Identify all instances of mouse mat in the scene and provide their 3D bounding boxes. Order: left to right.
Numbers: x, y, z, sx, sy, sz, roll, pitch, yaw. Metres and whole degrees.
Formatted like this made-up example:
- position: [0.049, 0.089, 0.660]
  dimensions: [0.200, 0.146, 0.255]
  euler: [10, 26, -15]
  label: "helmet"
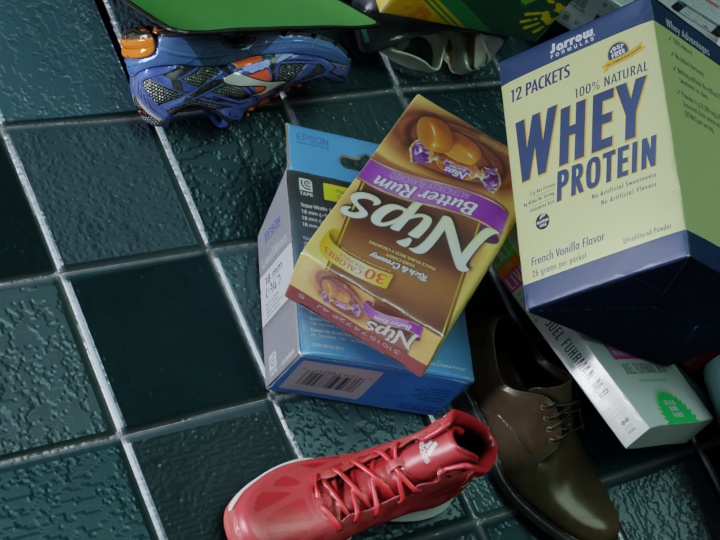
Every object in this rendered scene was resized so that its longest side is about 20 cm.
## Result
- position: [-0.102, -0.216, 1.243]
  dimensions: [0.199, 0.008, 0.161]
  euler: [-7, 29, -36]
  label: "mouse mat"

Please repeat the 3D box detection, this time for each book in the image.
- position: [0.181, 0.050, 1.222]
  dimensions: [0.200, 0.048, 0.133]
  euler: [55, 24, 22]
  label: "book"

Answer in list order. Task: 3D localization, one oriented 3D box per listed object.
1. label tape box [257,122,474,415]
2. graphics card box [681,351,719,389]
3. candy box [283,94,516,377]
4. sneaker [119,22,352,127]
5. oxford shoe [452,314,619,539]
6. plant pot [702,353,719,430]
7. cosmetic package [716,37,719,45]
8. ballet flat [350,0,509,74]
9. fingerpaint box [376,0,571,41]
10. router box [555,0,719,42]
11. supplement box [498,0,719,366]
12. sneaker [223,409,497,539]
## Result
- position: [0.000, 0.000, 1.183]
  dimensions: [0.144, 0.063, 0.201]
  euler: [11, 55, -25]
  label: "label tape box"
- position: [0.380, 0.103, 1.367]
  dimensions: [0.200, 0.051, 0.125]
  euler: [47, 47, 2]
  label: "graphics card box"
- position: [0.044, -0.030, 1.136]
  dimensions: [0.116, 0.057, 0.200]
  euler: [30, 50, 5]
  label: "candy box"
- position: [-0.097, -0.152, 1.221]
  dimensions: [0.199, 0.079, 0.075]
  euler: [-5, 18, -31]
  label: "sneaker"
- position: [0.138, 0.123, 1.176]
  dimensions: [0.073, 0.084, 0.200]
  euler: [-26, 77, -43]
  label: "oxford shoe"
- position: [0.372, 0.139, 1.220]
  dimensions: [0.200, 0.200, 0.197]
  euler: [-8, 71, -36]
  label: "plant pot"
- position: [0.317, -0.143, 1.362]
  dimensions: [0.050, 0.083, 0.200]
  euler: [18, 57, 24]
  label: "cosmetic package"
- position: [0.073, -0.207, 1.376]
  dimensions: [0.199, 0.073, 0.073]
  euler: [-2, 61, -40]
  label: "ballet flat"
- position: [0.076, -0.305, 1.345]
  dimensions: [0.166, 0.073, 0.201]
  euler: [4, 55, -33]
  label: "fingerpaint box"
- position: [0.269, -0.256, 1.488]
  dimensions: [0.200, 0.049, 0.179]
  euler: [35, 37, 13]
  label: "router box"
- position: [0.220, -0.059, 1.157]
  dimensions: [0.200, 0.134, 0.201]
  euler: [21, 57, -46]
  label: "supplement box"
- position: [0.008, 0.137, 1.061]
  dimensions: [0.199, 0.116, 0.079]
  euler: [-16, 70, -39]
  label: "sneaker"
